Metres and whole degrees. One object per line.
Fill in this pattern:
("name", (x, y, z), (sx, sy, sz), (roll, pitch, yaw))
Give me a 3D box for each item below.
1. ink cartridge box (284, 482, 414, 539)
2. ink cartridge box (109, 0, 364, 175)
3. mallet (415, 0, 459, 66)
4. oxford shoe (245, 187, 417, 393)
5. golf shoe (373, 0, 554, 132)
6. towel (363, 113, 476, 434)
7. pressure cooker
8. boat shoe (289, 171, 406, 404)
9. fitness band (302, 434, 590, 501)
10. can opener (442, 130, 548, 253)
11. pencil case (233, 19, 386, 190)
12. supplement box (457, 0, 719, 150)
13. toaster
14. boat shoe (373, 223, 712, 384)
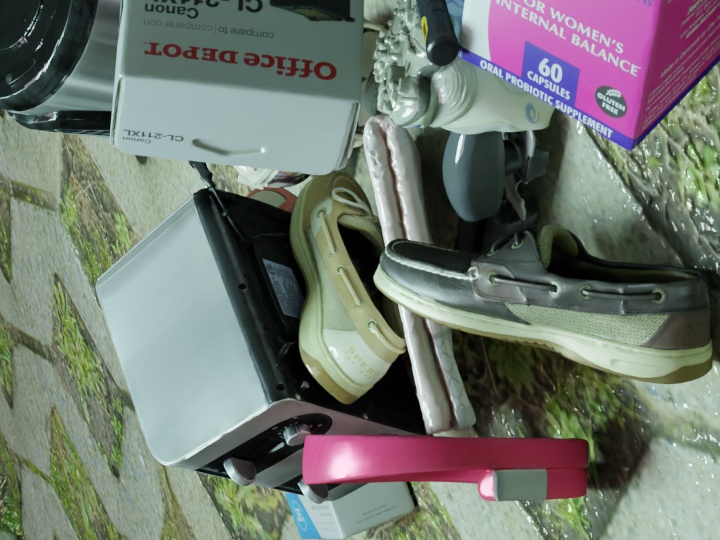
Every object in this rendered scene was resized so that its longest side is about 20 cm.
("ink cartridge box", (-0.036, 0.104, 1.682), (0.202, 0.066, 0.116), (70, 161, 0))
("ink cartridge box", (-0.071, -0.170, 1.300), (0.083, 0.144, 0.202), (110, 163, -61))
("mallet", (0.023, -0.185, 1.048), (0.201, 0.041, 0.066), (-105, 16, -44))
("oxford shoe", (-0.006, 0.015, 1.557), (0.200, 0.070, 0.075), (51, -168, 26))
("golf shoe", (0.060, -0.121, 1.196), (0.200, 0.096, 0.079), (-92, 19, -63))
("towel", (0.037, 0.006, 1.331), (0.200, 0.032, 0.193), (53, -155, -86))
("pressure cooker", (-0.188, -0.193, 1.634), (0.178, 0.199, 0.177), (-41, 59, 33))
("boat shoe", (-0.002, -0.001, 1.386), (0.073, 0.063, 0.201), (42, -154, -26))
("fitness band", (0.053, 0.115, 1.301), (0.143, 0.199, 0.038), (1, 86, 36))
("can opener", (0.068, -0.032, 1.285), (0.054, 0.066, 0.201), (57, 156, 32))
("pencil case", (-0.036, -0.106, 1.459), (0.077, 0.090, 0.200), (32, 163, -12))
("supplement box", (0.118, -0.170, 0.944), (0.101, 0.103, 0.201), (31, 142, 22))
("toaster", (-0.065, 0.047, 1.429), (0.118, 0.180, 0.201), (-35, 60, 23))
("boat shoe", (0.101, 0.006, 1.170), (0.198, 0.073, 0.065), (15, 108, 24))
